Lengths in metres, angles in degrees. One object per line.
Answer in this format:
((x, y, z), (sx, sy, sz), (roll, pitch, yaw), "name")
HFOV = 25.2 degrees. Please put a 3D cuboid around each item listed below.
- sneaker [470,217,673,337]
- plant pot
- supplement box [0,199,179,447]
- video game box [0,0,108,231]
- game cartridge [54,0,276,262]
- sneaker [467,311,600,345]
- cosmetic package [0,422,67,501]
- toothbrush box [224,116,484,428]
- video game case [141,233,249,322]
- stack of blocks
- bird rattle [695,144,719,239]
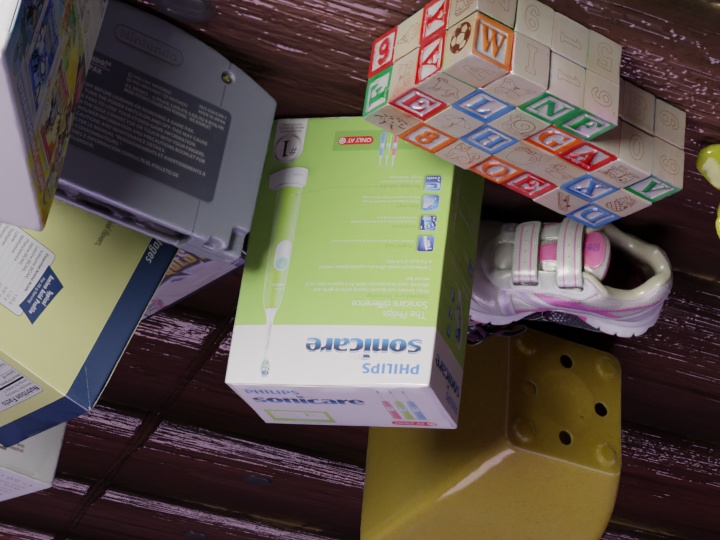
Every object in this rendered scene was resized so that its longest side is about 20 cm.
((0.148, -0.007, 1.215), (0.198, 0.082, 0.088), (5, 156, -13), "sneaker")
((0.133, 0.151, 1.436), (0.193, 0.197, 0.200), (17, 148, -19), "plant pot")
((-0.245, -0.025, 1.091), (0.199, 0.201, 0.134), (39, 146, -21), "supplement box")
((-0.178, -0.146, 0.875), (0.046, 0.184, 0.200), (9, 156, -1), "video game box")
((-0.150, -0.099, 1.028), (0.199, 0.134, 0.041), (23, 152, -28), "game cartridge")
((0.107, 0.025, 1.293), (0.198, 0.075, 0.081), (9, 156, -4), "sneaker")
((-0.395, 0.123, 1.570), (0.166, 0.168, 0.199), (23, 153, -31), "cosmetic package")
((0.000, 0.000, 1.118), (0.144, 0.202, 0.086), (-1, 155, 18), "toothbrush box")
((-0.194, -0.041, 1.245), (0.180, 0.026, 0.199), (39, 146, -19), "video game case")
((0.115, -0.102, 1.024), (0.199, 0.059, 0.115), (23, 152, -29), "stack of blocks")
((0.326, -0.044, 1.046), (0.198, 0.113, 0.164), (9, 140, -9), "bird rattle")
